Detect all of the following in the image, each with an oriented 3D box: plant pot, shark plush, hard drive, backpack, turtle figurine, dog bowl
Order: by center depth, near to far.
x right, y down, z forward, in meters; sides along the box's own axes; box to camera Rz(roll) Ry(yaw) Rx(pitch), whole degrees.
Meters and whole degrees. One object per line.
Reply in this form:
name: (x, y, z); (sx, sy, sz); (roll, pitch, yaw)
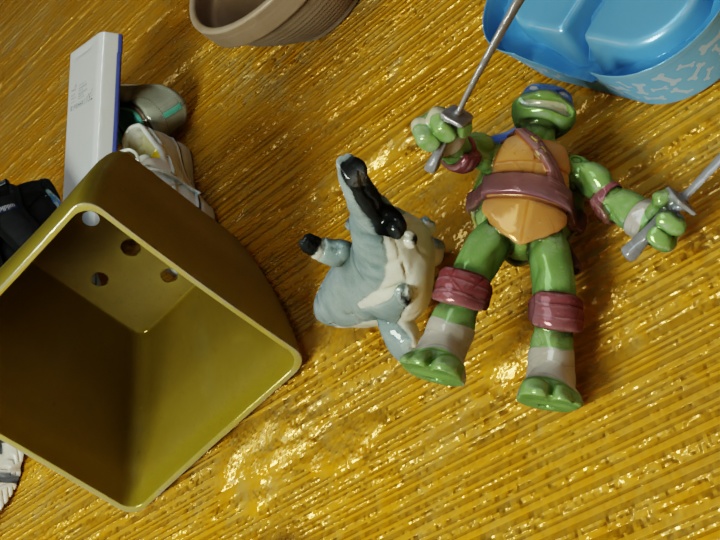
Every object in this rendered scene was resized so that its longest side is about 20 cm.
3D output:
turtle figurine: (0.095, -0.032, 0.574); (0.200, 0.143, 0.195); (-8, 65, 58)
shark plush: (0.000, 0.000, 0.645); (0.083, 0.200, 0.091); (11, 78, 9)
dog bowl: (0.163, -0.166, 0.680); (0.112, 0.050, 0.200); (-57, 36, -1)
plant pot: (-0.186, 0.026, 0.826); (0.200, 0.200, 0.177); (-42, 28, 18)
plant pot: (-0.058, -0.275, 0.974); (0.200, 0.093, 0.202); (-29, 44, 32)
backpack: (-0.314, 0.017, 0.990); (0.163, 0.154, 0.200); (-28, 30, -24)
hard drive: (-0.274, -0.129, 1.083); (0.132, 0.025, 0.201); (0, 87, 61)

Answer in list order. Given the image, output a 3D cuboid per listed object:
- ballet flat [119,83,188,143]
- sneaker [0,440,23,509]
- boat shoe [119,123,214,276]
ballet flat: (-0.246, -0.172, 1.149); (0.064, 0.068, 0.200); (-38, 31, -24)
sneaker: (-0.386, 0.172, 1.027); (0.129, 0.079, 0.200); (-17, 52, 43)
boat shoe: (-0.193, -0.078, 0.986); (0.075, 0.086, 0.202); (-42, 39, 19)
